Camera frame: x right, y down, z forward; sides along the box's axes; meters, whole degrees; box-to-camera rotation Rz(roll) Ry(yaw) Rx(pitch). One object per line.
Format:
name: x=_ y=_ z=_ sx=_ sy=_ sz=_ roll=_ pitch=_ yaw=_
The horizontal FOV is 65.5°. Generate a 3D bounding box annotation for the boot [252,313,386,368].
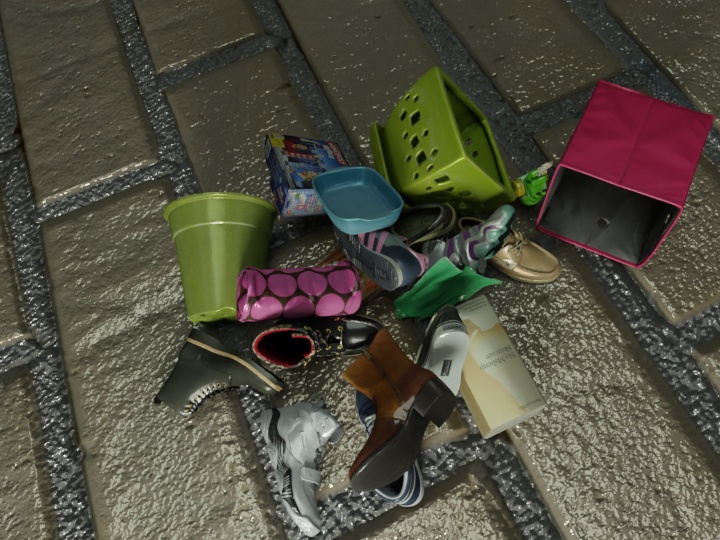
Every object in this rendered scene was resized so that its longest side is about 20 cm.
boot: x=-0.064 y=0.111 z=0.895 sx=0.198 sy=0.151 sz=0.074 roll=5 pitch=94 yaw=10

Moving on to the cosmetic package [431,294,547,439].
cosmetic package: x=0.200 y=0.152 z=0.901 sx=0.104 sy=0.071 sz=0.201 roll=-23 pitch=64 yaw=-7

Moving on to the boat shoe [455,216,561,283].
boat shoe: x=0.260 y=-0.037 z=0.992 sx=0.198 sy=0.065 sz=0.072 roll=21 pitch=67 yaw=15

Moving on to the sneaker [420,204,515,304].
sneaker: x=0.161 y=-0.054 z=0.962 sx=0.140 sy=0.078 sz=0.201 roll=40 pitch=106 yaw=22

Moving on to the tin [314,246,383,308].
tin: x=0.000 y=0.000 z=1.013 sx=0.199 sy=0.042 sz=0.112 roll=-37 pitch=62 yaw=-12

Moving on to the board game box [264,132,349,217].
board game box: x=-0.071 y=-0.175 z=1.063 sx=0.198 sy=0.062 sz=0.201 roll=4 pitch=40 yaw=-26

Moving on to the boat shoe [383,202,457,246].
boat shoe: x=0.063 y=-0.068 z=0.949 sx=0.199 sy=0.066 sz=0.072 roll=-22 pitch=68 yaw=22

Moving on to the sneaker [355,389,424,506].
sneaker: x=0.033 y=0.252 z=0.841 sx=0.070 sy=0.108 sz=0.201 roll=-28 pitch=64 yaw=9

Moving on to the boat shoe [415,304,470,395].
boat shoe: x=0.121 y=0.139 z=0.859 sx=0.070 sy=0.201 sz=0.064 roll=5 pitch=40 yaw=-9

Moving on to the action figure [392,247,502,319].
action figure: x=0.117 y=0.033 z=0.915 sx=0.117 sy=0.200 sz=0.055 roll=25 pitch=51 yaw=-25

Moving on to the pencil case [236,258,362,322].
pencil case: x=-0.101 y=0.030 z=0.901 sx=0.198 sy=0.091 sz=0.095 roll=-3 pitch=83 yaw=-24

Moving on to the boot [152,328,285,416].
boot: x=-0.234 y=0.197 z=0.924 sx=0.199 sy=0.078 sz=0.139 roll=20 pitch=71 yaw=28

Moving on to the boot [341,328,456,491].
boot: x=0.017 y=0.192 z=0.813 sx=0.189 sy=0.068 sz=0.200 roll=-52 pitch=35 yaw=-2

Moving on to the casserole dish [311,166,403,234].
casserole dish: x=-0.007 y=-0.115 z=0.917 sx=0.120 sy=0.039 sz=0.200 roll=-14 pitch=35 yaw=-15

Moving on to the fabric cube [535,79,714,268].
fabric cube: x=0.445 y=-0.162 z=0.965 sx=0.199 sy=0.197 sz=0.200 roll=24 pitch=66 yaw=17

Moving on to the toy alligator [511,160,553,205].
toy alligator: x=0.305 y=-0.146 z=0.985 sx=0.059 sy=0.200 sz=0.055 roll=-25 pitch=90 yaw=0

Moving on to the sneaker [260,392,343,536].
sneaker: x=-0.073 y=0.287 z=0.856 sx=0.114 sy=0.075 sz=0.201 roll=-24 pitch=61 yaw=-4

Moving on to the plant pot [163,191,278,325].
plant pot: x=-0.238 y=-0.009 z=0.970 sx=0.198 sy=0.200 sz=0.192 roll=-5 pitch=75 yaw=2

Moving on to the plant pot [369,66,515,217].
plant pot: x=0.132 y=-0.197 z=0.996 sx=0.181 sy=0.198 sz=0.202 roll=-27 pitch=59 yaw=31

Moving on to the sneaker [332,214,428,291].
sneaker: x=0.029 y=-0.039 z=0.906 sx=0.081 sy=0.071 sz=0.200 roll=-21 pitch=44 yaw=-25
